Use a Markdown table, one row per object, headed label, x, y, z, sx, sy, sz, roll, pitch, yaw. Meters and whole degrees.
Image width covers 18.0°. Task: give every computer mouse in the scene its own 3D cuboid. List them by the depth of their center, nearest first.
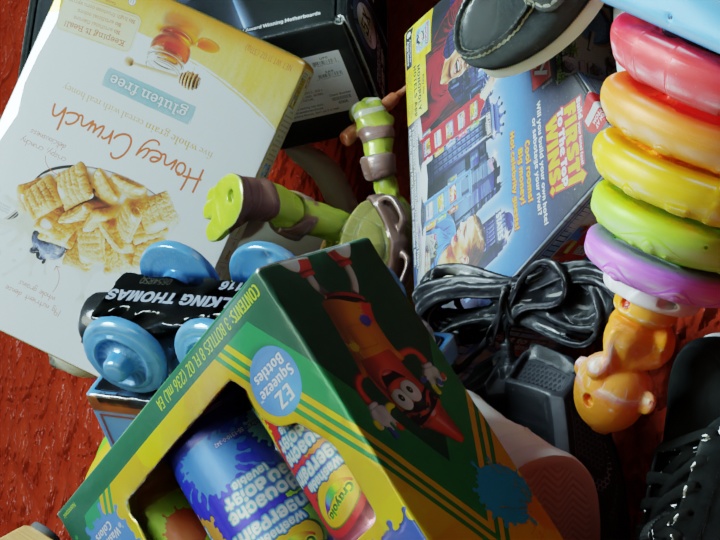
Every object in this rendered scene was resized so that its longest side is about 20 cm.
| label | x | y | z | sx | sy | sz | roll | pitch | yaw |
| --- | --- | --- | --- | --- | --- | --- | --- | --- | --- |
| computer mouse | 0.092 | 0.094 | 1.068 | 0.138 | 0.052 | 0.202 | -4 | 91 | 48 |

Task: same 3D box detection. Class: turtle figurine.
| label | x | y | z | sx | sy | sz | roll | pitch | yaw |
| --- | --- | --- | --- | --- | --- | --- | --- | --- | --- |
| turtle figurine | 0.000 | 0.000 | 1.199 | 0.064 | 0.160 | 0.202 | -3 | 89 | 53 |

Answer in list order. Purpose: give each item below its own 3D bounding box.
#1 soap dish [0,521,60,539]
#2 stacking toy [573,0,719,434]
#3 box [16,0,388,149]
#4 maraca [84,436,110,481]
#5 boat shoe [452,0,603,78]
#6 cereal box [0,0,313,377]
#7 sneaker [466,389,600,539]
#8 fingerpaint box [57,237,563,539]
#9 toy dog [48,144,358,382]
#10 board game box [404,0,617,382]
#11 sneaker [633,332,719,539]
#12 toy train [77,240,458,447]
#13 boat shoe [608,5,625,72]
| label | x | y | z | sx | sy | sz | roll | pitch | yaw |
| --- | --- | --- | --- | --- | --- | --- | --- | --- | --- |
| soap dish | -0.116 | 0.216 | 1.133 | 0.157 | 0.200 | 0.081 | 27 | 69 | 25 |
| stacking toy | 0.134 | -0.022 | 0.958 | 0.116 | 0.109 | 0.201 | 29 | 110 | 38 |
| box | -0.088 | -0.146 | 1.328 | 0.165 | 0.198 | 0.086 | -89 | -18 | -44 |
| maraca | -0.073 | 0.141 | 1.193 | 0.199 | 0.107 | 0.138 | 10 | 110 | 41 |
| boat shoe | 0.088 | -0.154 | 1.003 | 0.200 | 0.067 | 0.072 | -44 | 37 | 53 |
| cereal box | -0.129 | -0.048 | 1.223 | 0.040 | 0.143 | 0.201 | 20 | -86 | -83 |
| sneaker | 0.060 | 0.154 | 1.029 | 0.116 | 0.073 | 0.202 | -142 | 49 | -60 |
| fingerpaint box | -0.027 | 0.115 | 0.975 | 0.167 | 0.073 | 0.200 | 57 | 133 | 17 |
| toy dog | -0.095 | 0.019 | 1.322 | 0.140 | 0.199 | 0.195 | 44 | 121 | 58 |
| board game box | 0.096 | -0.064 | 1.119 | 0.200 | 0.061 | 0.202 | -34 | 52 | 56 |
| sneaker | 0.128 | 0.114 | 0.943 | 0.073 | 0.111 | 0.202 | -37 | 50 | 53 |
| toy train | -0.045 | 0.050 | 1.097 | 0.199 | 0.115 | 0.087 | 3 | 41 | 31 |
| boat shoe | 0.138 | -0.152 | 1.063 | 0.091 | 0.070 | 0.202 | -25 | 54 | 62 |
